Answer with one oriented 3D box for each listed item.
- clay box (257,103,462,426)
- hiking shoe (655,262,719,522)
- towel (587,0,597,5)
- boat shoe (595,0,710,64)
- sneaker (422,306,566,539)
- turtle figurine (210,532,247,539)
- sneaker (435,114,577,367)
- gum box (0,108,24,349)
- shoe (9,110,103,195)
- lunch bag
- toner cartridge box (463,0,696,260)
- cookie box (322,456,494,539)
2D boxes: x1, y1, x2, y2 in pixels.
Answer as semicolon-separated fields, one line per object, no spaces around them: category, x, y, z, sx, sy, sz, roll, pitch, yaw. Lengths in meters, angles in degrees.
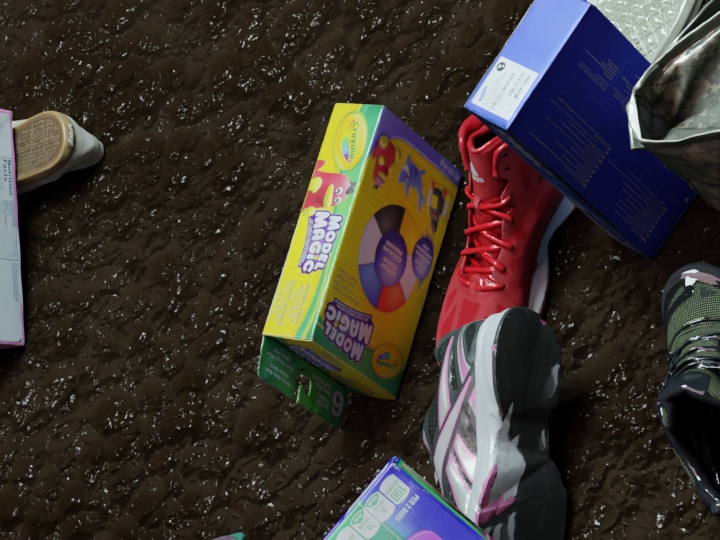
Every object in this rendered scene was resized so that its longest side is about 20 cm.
clay box;0.000;0.000;1.632;0.048;0.115;0.200;4;70;35
hiking shoe;0.221;0.070;1.452;0.076;0.101;0.200;-27;54;20
towel;0.219;-0.224;1.656;0.144;0.023;0.200;-20;57;26
boat shoe;0.214;-0.199;1.593;0.075;0.062;0.200;20;82;39
sneaker;0.080;0.126;1.540;0.086;0.080;0.200;-8;70;50
turtle figurine;-0.050;0.258;1.552;0.200;0.101;0.150;33;88;46
sneaker;0.081;-0.032;1.591;0.078;0.116;0.200;12;74;38
gum box;-0.332;-0.034;1.872;0.113;0.066;0.200;-9;80;32
shoe;-0.293;-0.084;1.925;0.200;0.053;0.070;-10;82;35
lunch bag;0.276;-0.104;1.461;0.200;0.164;0.118;-21;62;24
toner cartridge box;0.153;-0.091;1.516;0.043;0.200;0.095;34;88;41
cookie box;0.043;0.241;1.440;0.200;0.075;0.171;40;93;2
